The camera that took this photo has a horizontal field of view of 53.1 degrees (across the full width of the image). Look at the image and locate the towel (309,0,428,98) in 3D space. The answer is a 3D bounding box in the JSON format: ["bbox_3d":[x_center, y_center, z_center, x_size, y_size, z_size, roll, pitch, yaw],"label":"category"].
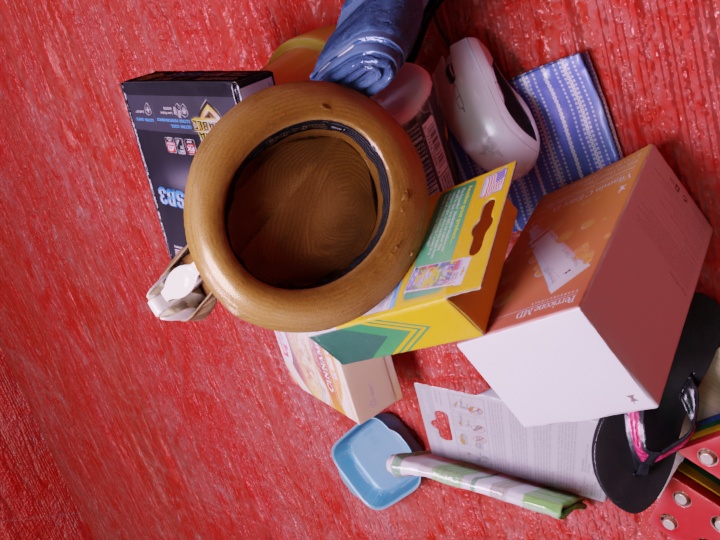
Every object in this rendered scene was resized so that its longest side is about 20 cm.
[{"bbox_3d":[0.019,-0.229,0.622,0.048,0.203,0.111,36,149,-25],"label":"towel"}]

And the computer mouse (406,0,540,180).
[{"bbox_3d":[0.096,-0.173,0.664,0.110,0.043,0.202,-43,71,43],"label":"computer mouse"}]

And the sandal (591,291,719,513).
[{"bbox_3d":[0.259,0.116,0.620,0.074,0.045,0.204,19,97,-3],"label":"sandal"}]

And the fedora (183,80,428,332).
[{"bbox_3d":[-0.044,-0.048,0.581,0.203,0.199,0.082,59,168,-1],"label":"fedora"}]

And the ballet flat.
[{"bbox_3d":[-0.165,0.012,0.697,0.068,0.072,0.199,54,142,-1],"label":"ballet flat"}]

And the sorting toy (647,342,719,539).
[{"bbox_3d":[0.362,0.198,0.625,0.198,0.069,0.202,32,134,29],"label":"sorting toy"}]

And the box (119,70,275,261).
[{"bbox_3d":[-0.140,-0.088,0.699,0.198,0.049,0.202,14,123,42],"label":"box"}]

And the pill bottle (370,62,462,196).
[{"bbox_3d":[0.044,-0.088,0.697,0.105,0.107,0.202,20,150,37],"label":"pill bottle"}]

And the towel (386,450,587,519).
[{"bbox_3d":[0.143,0.242,0.809,0.197,0.148,0.031,9,85,31],"label":"towel"}]

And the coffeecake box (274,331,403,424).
[{"bbox_3d":[-0.043,0.091,0.946,0.199,0.072,0.156,13,124,59],"label":"coffeecake box"}]

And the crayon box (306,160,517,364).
[{"bbox_3d":[0.052,0.000,0.599,0.051,0.127,0.198,40,144,-26],"label":"crayon box"}]

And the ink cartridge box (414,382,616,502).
[{"bbox_3d":[0.165,0.162,0.750,0.196,0.058,0.164,13,144,25],"label":"ink cartridge box"}]

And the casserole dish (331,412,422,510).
[{"bbox_3d":[0.029,0.274,1.048,0.122,0.039,0.200,51,139,10],"label":"casserole dish"}]

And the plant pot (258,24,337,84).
[{"bbox_3d":[-0.067,-0.141,0.773,0.199,0.188,0.204,26,131,34],"label":"plant pot"}]

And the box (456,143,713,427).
[{"bbox_3d":[0.185,0.012,0.580,0.098,0.201,0.124,47,142,-14],"label":"box"}]

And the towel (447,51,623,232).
[{"bbox_3d":[0.151,-0.109,0.692,0.198,0.024,0.147,-11,106,49],"label":"towel"}]
